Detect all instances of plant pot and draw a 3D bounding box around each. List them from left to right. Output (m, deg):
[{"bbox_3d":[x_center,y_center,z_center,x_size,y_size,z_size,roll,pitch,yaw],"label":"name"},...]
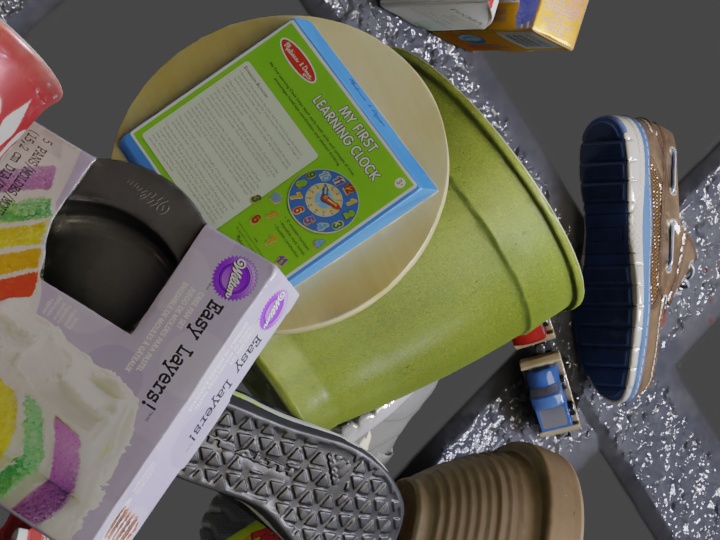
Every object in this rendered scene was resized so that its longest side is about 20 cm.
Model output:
[{"bbox_3d":[0.000,0.000,1.306,0.193,0.200,0.201,-37,113,-10],"label":"plant pot"},{"bbox_3d":[0.051,0.193,1.344,0.092,0.201,0.201,25,81,-17],"label":"plant pot"}]

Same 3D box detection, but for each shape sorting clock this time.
[{"bbox_3d":[-0.047,-0.057,1.225,0.200,0.200,0.039,-61,161,-12],"label":"shape sorting clock"}]

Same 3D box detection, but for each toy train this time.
[{"bbox_3d":[0.113,0.027,1.444,0.034,0.046,0.201,-15,106,10],"label":"toy train"}]

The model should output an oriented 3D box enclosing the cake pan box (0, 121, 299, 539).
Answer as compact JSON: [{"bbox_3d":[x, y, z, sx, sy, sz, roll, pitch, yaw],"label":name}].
[{"bbox_3d":[-0.159,0.037,1.169,0.200,0.184,0.052,-55,161,-10],"label":"cake pan box"}]

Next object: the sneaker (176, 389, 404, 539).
[{"bbox_3d":[-0.060,0.105,1.245,0.200,0.083,0.072,35,89,-26],"label":"sneaker"}]

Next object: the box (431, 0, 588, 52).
[{"bbox_3d":[0.120,-0.242,1.383,0.041,0.119,0.201,19,84,-31],"label":"box"}]

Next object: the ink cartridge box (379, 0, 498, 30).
[{"bbox_3d":[0.099,-0.234,1.322,0.050,0.200,0.161,20,84,-32],"label":"ink cartridge box"}]

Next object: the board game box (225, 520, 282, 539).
[{"bbox_3d":[-0.018,0.252,1.316,0.048,0.102,0.200,-31,130,-12],"label":"board game box"}]

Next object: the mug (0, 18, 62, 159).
[{"bbox_3d":[-0.285,-0.064,1.142,0.200,0.177,0.133,-55,139,-12],"label":"mug"}]

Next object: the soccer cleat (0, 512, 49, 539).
[{"bbox_3d":[-0.172,0.147,1.247,0.085,0.069,0.201,17,85,-33],"label":"soccer cleat"}]

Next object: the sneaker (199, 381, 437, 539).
[{"bbox_3d":[-0.019,0.125,1.372,0.200,0.075,0.082,-45,132,-15],"label":"sneaker"}]

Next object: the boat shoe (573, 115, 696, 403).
[{"bbox_3d":[0.198,-0.008,1.481,0.072,0.072,0.201,-1,95,-33],"label":"boat shoe"}]
